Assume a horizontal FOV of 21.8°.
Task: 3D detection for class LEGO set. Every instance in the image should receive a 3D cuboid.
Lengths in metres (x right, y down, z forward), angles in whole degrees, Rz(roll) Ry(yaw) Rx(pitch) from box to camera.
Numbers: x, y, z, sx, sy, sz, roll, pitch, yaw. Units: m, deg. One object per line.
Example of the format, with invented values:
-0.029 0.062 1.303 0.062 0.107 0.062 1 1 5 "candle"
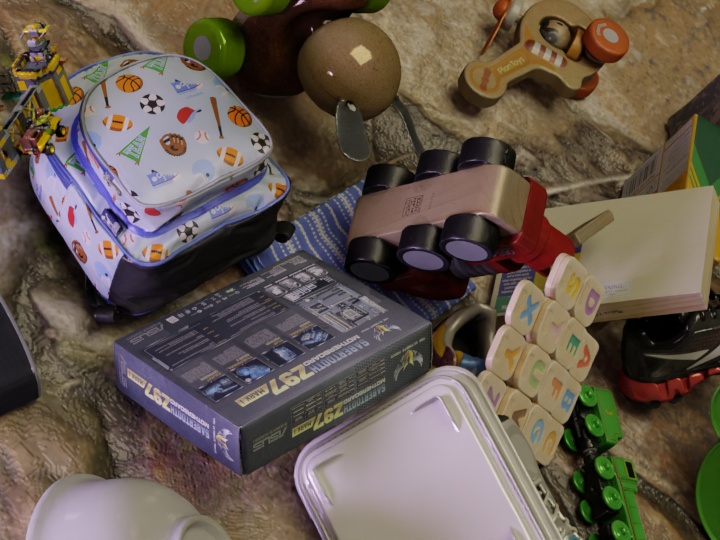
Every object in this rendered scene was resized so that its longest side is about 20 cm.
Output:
-0.325 -0.148 1.411 0.199 0.116 0.154 9 47 27 "LEGO set"

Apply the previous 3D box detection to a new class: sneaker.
0.324 0.050 1.697 0.200 0.098 0.071 -19 31 -3 "sneaker"
0.070 0.114 1.551 0.075 0.090 0.200 24 48 -16 "sneaker"
0.146 0.208 1.481 0.075 0.086 0.201 -27 105 -48 "sneaker"

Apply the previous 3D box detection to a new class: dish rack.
0.049 0.188 1.440 0.200 0.171 0.044 62 9 17 "dish rack"

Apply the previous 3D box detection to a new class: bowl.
-0.136 0.224 1.275 0.201 0.090 0.202 50 29 -41 "bowl"

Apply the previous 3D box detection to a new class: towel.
0.000 0.000 1.635 0.145 0.024 0.200 51 47 7 "towel"

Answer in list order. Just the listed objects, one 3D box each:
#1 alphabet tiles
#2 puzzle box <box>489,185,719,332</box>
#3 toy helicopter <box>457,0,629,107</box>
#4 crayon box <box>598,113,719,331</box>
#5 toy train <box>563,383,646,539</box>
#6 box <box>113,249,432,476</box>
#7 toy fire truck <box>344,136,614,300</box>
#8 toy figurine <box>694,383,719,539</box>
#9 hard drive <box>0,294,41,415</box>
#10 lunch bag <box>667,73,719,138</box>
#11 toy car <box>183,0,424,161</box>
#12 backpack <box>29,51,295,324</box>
0.148 0.089 1.557 0.015 0.196 0.201 19 80 29 "alphabet tiles"
0.219 -0.010 1.682 0.025 0.199 0.133 60 34 -39 "puzzle box"
0.163 -0.220 1.863 0.200 0.079 0.132 -31 78 -39 "toy helicopter"
0.292 -0.036 1.777 0.051 0.126 0.200 28 48 -13 "crayon box"
0.216 0.189 1.629 0.056 0.042 0.201 15 51 -37 "toy train"
-0.067 0.067 1.458 0.200 0.051 0.158 -28 40 -35 "box"
0.113 -0.030 1.606 0.200 0.176 0.129 32 60 -35 "toy fire truck"
0.397 0.152 1.702 0.184 0.150 0.201 -36 112 -56 "toy figurine"
-0.331 0.027 1.388 0.135 0.042 0.200 -25 74 -42 "hard drive"
0.438 -0.124 1.907 0.200 0.164 0.118 25 52 -17 "lunch bag"
-0.024 -0.170 1.639 0.164 0.158 0.200 -11 60 -48 "toy car"
-0.172 -0.083 1.501 0.200 0.154 0.190 -27 60 -36 "backpack"
